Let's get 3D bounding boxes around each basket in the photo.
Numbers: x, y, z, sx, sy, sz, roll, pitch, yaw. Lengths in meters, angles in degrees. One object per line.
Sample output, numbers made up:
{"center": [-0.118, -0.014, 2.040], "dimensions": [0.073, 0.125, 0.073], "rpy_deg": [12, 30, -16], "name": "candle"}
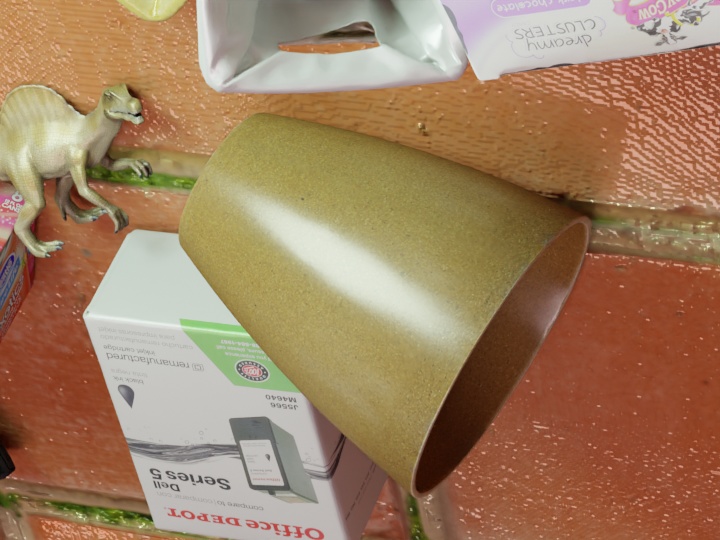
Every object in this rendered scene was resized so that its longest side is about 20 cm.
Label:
{"center": [-0.019, -0.202, 1.411], "dimensions": [0.134, 0.124, 0.201], "rpy_deg": [-3, 116, -6], "name": "basket"}

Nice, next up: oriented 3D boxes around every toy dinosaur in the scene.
{"center": [-0.199, -0.065, 1.771], "dimensions": [0.199, 0.058, 0.102], "rpy_deg": [-14, 111, 27], "name": "toy dinosaur"}

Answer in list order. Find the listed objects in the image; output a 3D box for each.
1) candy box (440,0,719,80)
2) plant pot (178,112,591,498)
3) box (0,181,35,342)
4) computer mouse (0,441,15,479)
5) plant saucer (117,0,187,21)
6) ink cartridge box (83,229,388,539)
{"center": [0.142, -0.187, 1.347], "dimensions": [0.167, 0.201, 0.072], "rpy_deg": [-6, 131, 30], "name": "candy box"}
{"center": [0.000, 0.000, 1.650], "dimensions": [0.199, 0.187, 0.187], "rpy_deg": [31, 141, 13], "name": "plant pot"}
{"center": [-0.316, -0.017, 1.831], "dimensions": [0.199, 0.100, 0.096], "rpy_deg": [19, 139, 9], "name": "box"}
{"center": [-0.324, 0.108, 1.942], "dimensions": [0.199, 0.046, 0.140], "rpy_deg": [11, -176, -15], "name": "computer mouse"}
{"center": [-0.133, -0.252, 1.535], "dimensions": [0.200, 0.049, 0.200], "rpy_deg": [36, 137, -12], "name": "plant saucer"}
{"center": [-0.075, 0.079, 1.823], "dimensions": [0.144, 0.084, 0.201], "rpy_deg": [6, 135, 21], "name": "ink cartridge box"}
